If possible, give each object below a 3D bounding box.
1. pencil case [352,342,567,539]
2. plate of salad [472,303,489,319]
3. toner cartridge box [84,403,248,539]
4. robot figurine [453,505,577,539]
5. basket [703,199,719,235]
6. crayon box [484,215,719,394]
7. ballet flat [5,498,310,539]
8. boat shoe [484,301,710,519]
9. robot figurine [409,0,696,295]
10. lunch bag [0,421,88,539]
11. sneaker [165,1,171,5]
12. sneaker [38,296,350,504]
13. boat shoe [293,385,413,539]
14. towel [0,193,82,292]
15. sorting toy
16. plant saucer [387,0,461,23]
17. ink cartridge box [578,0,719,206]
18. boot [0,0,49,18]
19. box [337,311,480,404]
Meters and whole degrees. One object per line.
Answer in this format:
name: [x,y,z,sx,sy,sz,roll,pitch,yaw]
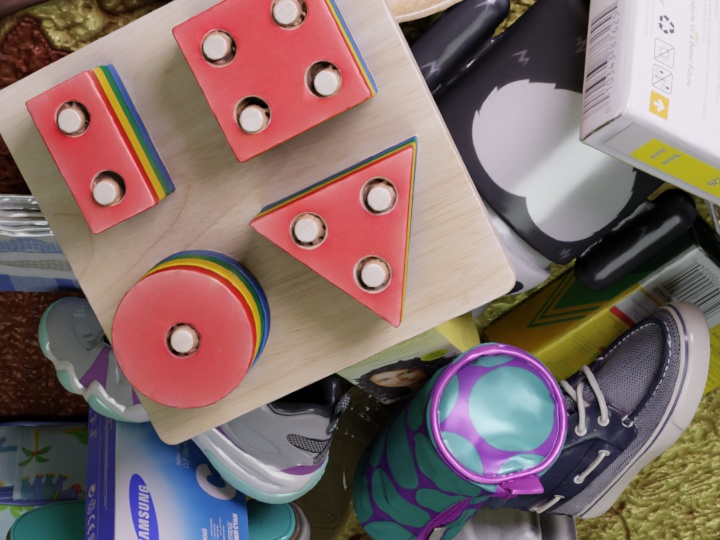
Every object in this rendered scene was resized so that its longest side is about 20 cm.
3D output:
pencil case: [0.057,0.115,0.928,0.085,0.093,0.200,-4,160,-15]
plate of salad: [0.000,0.000,0.961,0.199,0.048,0.200,-4,135,-4]
toner cartridge box: [-0.123,0.127,0.961,0.095,0.200,0.043,22,126,-27]
robot figurine: [0.078,0.240,1.159,0.169,0.113,0.200,33,122,-21]
basket: [0.298,-0.070,0.881,0.199,0.124,0.136,-19,133,12]
crayon box: [0.176,0.051,1.033,0.200,0.051,0.127,-36,128,24]
ballet flat: [-0.132,0.190,1.004,0.199,0.068,0.064,-2,137,-2]
boat shoe: [0.144,0.095,0.981,0.092,0.075,0.200,4,134,-21]
robot figurine: [0.107,-0.075,0.837,0.200,0.150,0.125,-41,156,16]
lunch bag: [-0.183,0.184,1.095,0.199,0.083,0.161,1,137,-7]
sneaker: [-0.098,-0.089,0.835,0.200,0.085,0.077,-35,130,25]
sneaker: [-0.094,0.043,0.903,0.200,0.078,0.140,28,137,2]
boat shoe: [0.003,0.124,1.079,0.073,0.063,0.201,34,120,-2]
towel: [-0.193,-0.011,0.868,0.146,0.024,0.200,1,169,-7]
sorting toy: [-0.055,-0.035,0.727,0.199,0.070,0.199,-25,98,9]
plant saucer: [0.016,-0.215,0.740,0.200,0.035,0.201,-13,134,-14]
ink cartridge box: [0.205,-0.119,0.772,0.200,0.198,0.047,23,149,-26]
boot: [-0.170,-0.201,0.740,0.199,0.064,0.187,-8,133,7]
box: [0.013,0.028,0.871,0.075,0.050,0.200,-18,159,14]
